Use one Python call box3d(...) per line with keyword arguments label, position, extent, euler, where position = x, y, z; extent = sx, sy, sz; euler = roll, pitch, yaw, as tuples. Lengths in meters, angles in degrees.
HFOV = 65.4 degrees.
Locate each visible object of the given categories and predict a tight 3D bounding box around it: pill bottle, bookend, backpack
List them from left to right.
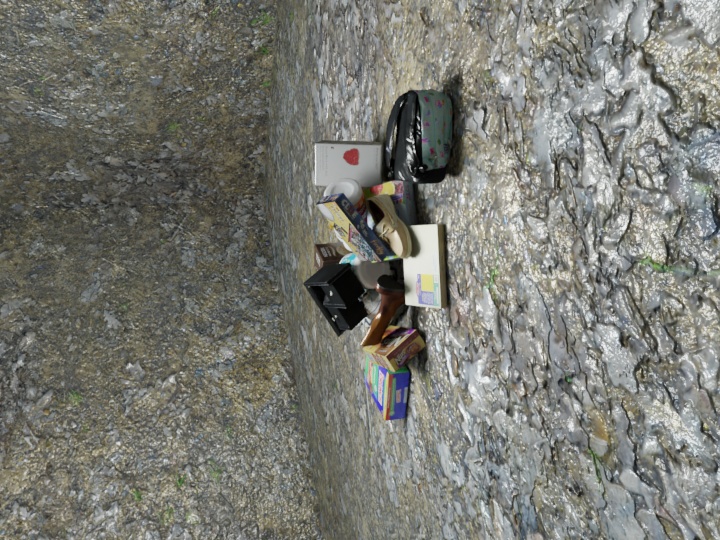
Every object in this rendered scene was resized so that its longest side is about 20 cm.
box3d(label="bookend", position=(-0.050, 0.090, 1.619), extent=(0.203, 0.092, 0.197), euler=(57, 158, -13))
box3d(label="pill bottle", position=(-0.030, -0.154, 1.602), extent=(0.202, 0.110, 0.115), euler=(71, 178, -50))
box3d(label="pill bottle", position=(0.000, 0.000, 1.657), extent=(0.199, 0.108, 0.115), euler=(170, 95, -66))
box3d(label="backpack", position=(0.139, -0.308, 1.284), extent=(0.166, 0.123, 0.207), euler=(20, 114, 58))

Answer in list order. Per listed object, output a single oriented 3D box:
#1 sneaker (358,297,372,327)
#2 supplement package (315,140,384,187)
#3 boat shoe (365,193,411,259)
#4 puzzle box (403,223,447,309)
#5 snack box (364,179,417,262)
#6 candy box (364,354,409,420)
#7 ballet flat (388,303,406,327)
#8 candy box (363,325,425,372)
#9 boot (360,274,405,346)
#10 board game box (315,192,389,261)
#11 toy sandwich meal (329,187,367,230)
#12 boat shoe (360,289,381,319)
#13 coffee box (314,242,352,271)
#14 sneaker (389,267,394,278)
box3d(label="sneaker", position=(-0.001, 0.117, 1.888), extent=(0.198, 0.077, 0.134), euler=(174, 81, -72))
box3d(label="supplement package", position=(-0.030, -0.317, 1.654), extent=(0.120, 0.193, 0.125), euler=(-69, -19, -73))
box3d(label="boat shoe", position=(0.067, -0.110, 1.434), extent=(0.203, 0.067, 0.075), euler=(65, 147, 33))
box3d(label="puzzle box", position=(0.158, -0.011, 1.397), extent=(0.131, 0.025, 0.207), euler=(4, 99, 53))
box3d(label="snack box", position=(0.085, -0.133, 1.519), extent=(0.140, 0.052, 0.207), euler=(-10, 84, 41))
box3d(label="candy box", position=(0.078, 0.330, 1.731), extent=(0.201, 0.075, 0.174), euler=(-127, 37, -58))
box3d(label="ballet flat", position=(0.081, 0.128, 1.685), extent=(0.201, 0.062, 0.069), euler=(116, 140, -59))
box3d(label="candy box", position=(0.091, 0.216, 1.580), extent=(0.057, 0.116, 0.199), euler=(55, 165, -8))
box3d(label="boot", position=(0.049, 0.112, 1.506), extent=(0.068, 0.187, 0.203), euler=(36, 103, 18))
box3d(label="board game box", position=(-0.022, -0.109, 1.461), extent=(0.201, 0.035, 0.135), euler=(51, 162, -20))
box3d(label="toy sandwich meal", position=(-0.028, -0.188, 1.751), extent=(0.070, 0.204, 0.209), euler=(34, 138, 21))
box3d(label="boat shoe", position=(0.035, 0.088, 1.650), extent=(0.075, 0.064, 0.201), euler=(-66, 5, -32))
box3d(label="coffee box", position=(-0.045, -0.031, 1.825), extent=(0.115, 0.194, 0.082), euler=(-122, 32, -53))
box3d(label="sneaker", position=(0.058, 0.057, 1.738), extent=(0.200, 0.064, 0.094), euler=(142, 123, -67))
